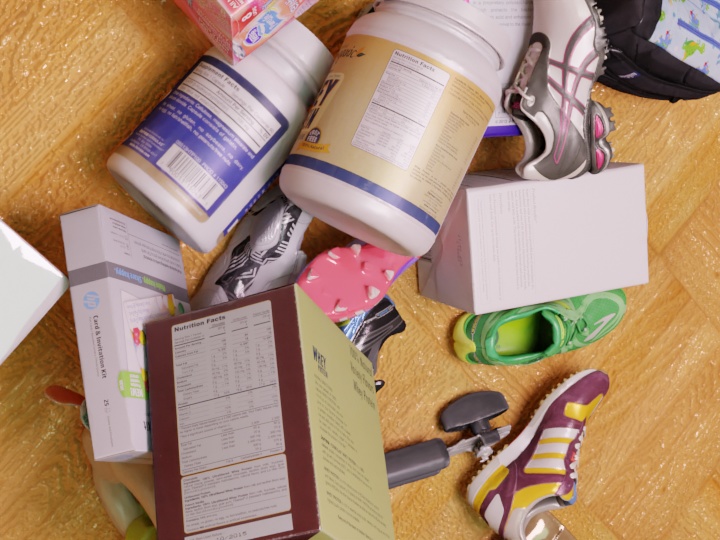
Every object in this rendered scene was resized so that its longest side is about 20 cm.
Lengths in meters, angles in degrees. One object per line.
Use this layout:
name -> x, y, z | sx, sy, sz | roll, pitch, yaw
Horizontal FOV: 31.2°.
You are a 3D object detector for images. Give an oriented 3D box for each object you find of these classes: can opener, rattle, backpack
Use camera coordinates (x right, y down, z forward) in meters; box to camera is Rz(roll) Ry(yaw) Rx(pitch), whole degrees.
can opener -> 0.063, 0.180, 1.302 | 0.199, 0.053, 0.067 | -18, 71, -22
rattle -> -0.175, 0.160, 1.149 | 0.142, 0.130, 0.201 | -27, 102, -16
backpack -> 0.286, -0.233, 1.274 | 0.200, 0.163, 0.154 | 28, 72, -32

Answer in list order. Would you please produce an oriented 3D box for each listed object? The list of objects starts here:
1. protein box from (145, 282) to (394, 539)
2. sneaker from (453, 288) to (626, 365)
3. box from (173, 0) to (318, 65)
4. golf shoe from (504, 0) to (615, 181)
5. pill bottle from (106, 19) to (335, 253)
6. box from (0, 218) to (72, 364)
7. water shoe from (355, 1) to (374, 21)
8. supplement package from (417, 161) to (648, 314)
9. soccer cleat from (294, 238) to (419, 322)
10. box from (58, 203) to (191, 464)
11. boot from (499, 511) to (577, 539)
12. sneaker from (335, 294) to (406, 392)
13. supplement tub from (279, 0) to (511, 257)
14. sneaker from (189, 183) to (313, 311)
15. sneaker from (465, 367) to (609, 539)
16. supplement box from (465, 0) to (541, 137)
protein box -> -0.070, 0.150, 1.060 | 0.134, 0.199, 0.201 | -14, 63, 14
sneaker -> 0.194, 0.062, 1.316 | 0.199, 0.084, 0.074 | -15, 104, -22
box -> -0.132, -0.284, 1.058 | 0.103, 0.095, 0.200 | -39, 81, -13
golf shoe -> 0.174, -0.177, 1.163 | 0.088, 0.077, 0.201 | -15, 104, -16
pill bottle -> -0.113, -0.125, 1.125 | 0.200, 0.120, 0.120 | -49, 114, -10
box -> -0.347, -0.028, 1.033 | 0.098, 0.124, 0.200 | -49, 115, -10
water shoe -> 0.017, -0.152, 1.202 | 0.071, 0.079, 0.201 | 1, 98, -24
supplement package -> 0.167, -0.038, 1.266 | 0.199, 0.120, 0.122 | -9, 101, -23
soccer cleat -> 0.000, 0.000, 1.183 | 0.067, 0.076, 0.200 | 47, 47, 2
box -> -0.184, 0.059, 1.073 | 0.041, 0.156, 0.201 | -13, 76, 15
boot -> 0.124, 0.319, 1.342 | 0.200, 0.066, 0.175 | -46, 122, -12
sneaker -> -0.023, 0.110, 1.232 | 0.083, 0.071, 0.200 | 38, 81, -22
supplement tub -> 0.033, -0.127, 1.091 | 0.144, 0.144, 0.201 | 28, 84, -26
sneaker -> -0.074, 0.014, 1.194 | 0.115, 0.075, 0.200 | 36, 88, -26
sneaker -> 0.204, 0.193, 1.328 | 0.200, 0.090, 0.075 | -47, 151, -4
supplement box -> 0.117, -0.231, 1.222 | 0.101, 0.103, 0.201 | -5, 102, -24
